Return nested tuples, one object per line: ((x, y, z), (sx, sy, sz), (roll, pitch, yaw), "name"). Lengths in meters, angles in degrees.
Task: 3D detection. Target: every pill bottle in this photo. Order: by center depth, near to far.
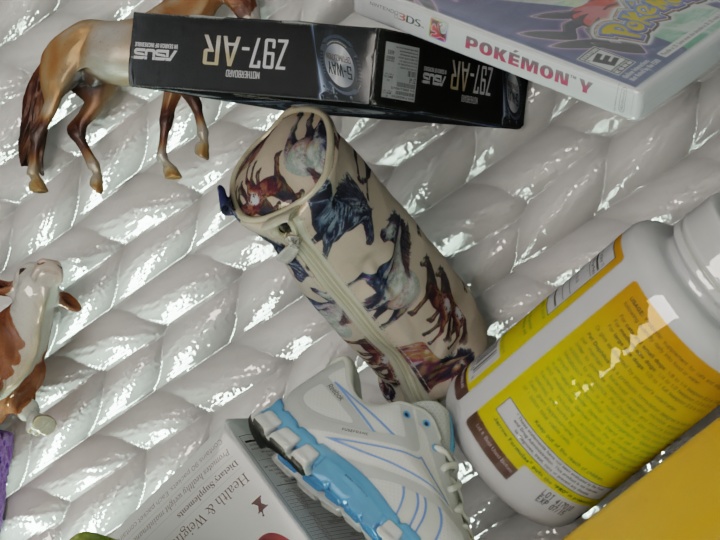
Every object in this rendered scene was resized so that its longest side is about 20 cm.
((0.151, 0.048, 1.620), (0.200, 0.109, 0.109), (-41, 71, 21), "pill bottle")

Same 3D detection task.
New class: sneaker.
((0.032, 0.120, 1.592), (0.087, 0.075, 0.200), (-43, 69, -12), "sneaker")

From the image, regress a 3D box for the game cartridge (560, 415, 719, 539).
((0.193, 0.197, 1.591), (0.200, 0.032, 0.176), (-38, 76, -1), "game cartridge")

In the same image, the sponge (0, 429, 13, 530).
((-0.325, 0.143, 1.913), (0.200, 0.030, 0.112), (11, 93, 27), "sponge")

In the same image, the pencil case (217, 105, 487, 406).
((0.000, 0.000, 1.655), (0.078, 0.200, 0.090), (-9, 47, 34), "pencil case")

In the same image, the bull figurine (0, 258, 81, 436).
((-0.249, 0.081, 1.819), (0.200, 0.065, 0.121), (-43, 27, 14), "bull figurine")

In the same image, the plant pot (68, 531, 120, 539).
((-0.160, 0.254, 1.585), (0.200, 0.200, 0.184), (42, 97, 22), "plant pot")

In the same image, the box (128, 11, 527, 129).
((-0.015, -0.115, 1.659), (0.160, 0.200, 0.044), (6, 91, 27), "box")

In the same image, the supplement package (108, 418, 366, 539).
((-0.051, 0.223, 1.702), (0.191, 0.147, 0.200), (-45, 69, 20), "supplement package")

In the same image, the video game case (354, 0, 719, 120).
((0.125, -0.156, 1.593), (0.182, 0.200, 0.023), (23, 126, 26), "video game case")

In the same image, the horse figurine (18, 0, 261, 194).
((-0.150, -0.118, 1.810), (0.200, 0.050, 0.133), (-11, 72, 33), "horse figurine")
